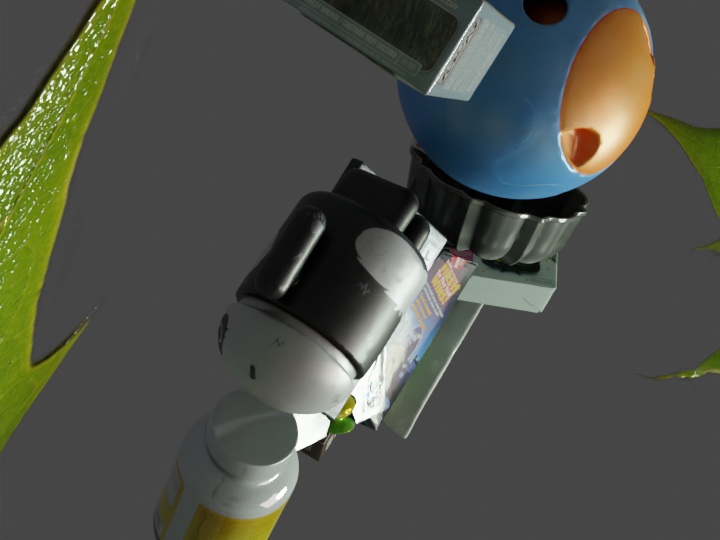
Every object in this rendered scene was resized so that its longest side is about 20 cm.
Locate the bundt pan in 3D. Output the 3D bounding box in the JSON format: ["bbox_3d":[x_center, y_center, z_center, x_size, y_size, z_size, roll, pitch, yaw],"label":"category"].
[{"bbox_3d":[0.138,-0.072,1.693,0.202,0.202,0.076,-46,157,-62],"label":"bundt pan"}]

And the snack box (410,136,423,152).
[{"bbox_3d":[0.110,-0.197,1.717,0.200,0.024,0.072,-50,169,-53],"label":"snack box"}]

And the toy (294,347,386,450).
[{"bbox_3d":[-0.030,0.056,1.468,0.115,0.047,0.200,-20,118,-37],"label":"toy"}]

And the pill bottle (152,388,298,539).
[{"bbox_3d":[-0.121,0.196,1.464,0.112,0.112,0.200,-52,173,-40],"label":"pill bottle"}]

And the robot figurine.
[{"bbox_3d":[-0.028,0.017,1.258,0.200,0.150,0.125,-56,-158,-16],"label":"robot figurine"}]

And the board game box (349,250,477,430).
[{"bbox_3d":[0.023,0.020,1.589,0.200,0.062,0.200,-48,135,-23],"label":"board game box"}]

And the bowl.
[{"bbox_3d":[0.084,0.085,1.936,0.200,0.075,0.200,-58,175,-46],"label":"bowl"}]

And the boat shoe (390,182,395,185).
[{"bbox_3d":[0.000,0.000,1.648,0.200,0.066,0.070,-55,174,-24],"label":"boat shoe"}]

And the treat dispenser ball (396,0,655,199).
[{"bbox_3d":[0.127,-0.156,1.230,0.201,0.201,0.201,-56,174,-9],"label":"treat dispenser ball"}]

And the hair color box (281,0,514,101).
[{"bbox_3d":[0.026,-0.149,0.914,0.061,0.099,0.200,-57,174,9],"label":"hair color box"}]

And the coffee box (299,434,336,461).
[{"bbox_3d":[-0.028,0.119,1.917,0.200,0.080,0.114,-57,174,-17],"label":"coffee box"}]

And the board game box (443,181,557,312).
[{"bbox_3d":[0.147,-0.063,1.805,0.064,0.147,0.200,111,-13,-59],"label":"board game box"}]

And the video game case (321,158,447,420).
[{"bbox_3d":[-0.015,0.019,1.421,0.143,0.019,0.200,40,78,-43],"label":"video game case"}]
